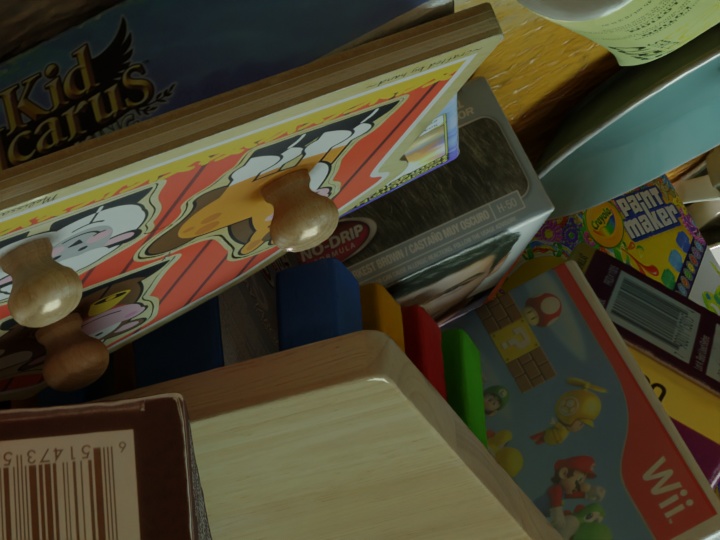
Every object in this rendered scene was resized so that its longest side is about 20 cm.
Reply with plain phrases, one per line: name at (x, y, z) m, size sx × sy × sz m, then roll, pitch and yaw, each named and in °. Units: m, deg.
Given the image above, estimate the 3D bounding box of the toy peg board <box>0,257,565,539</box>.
toy peg board at (-0.051, 0.058, 0.929) m, size 0.199 × 0.098 × 0.199 m, roll -15°, pitch 149°, yaw 17°

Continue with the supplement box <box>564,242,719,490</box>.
supplement box at (0.086, 0.106, 1.158) m, size 0.201 × 0.103 × 0.131 m, roll -62°, pitch 177°, yaw 16°

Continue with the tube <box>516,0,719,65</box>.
tube at (0.088, -0.088, 0.769) m, size 0.058 × 0.052 × 0.200 m, roll 12°, pitch -177°, yaw 18°

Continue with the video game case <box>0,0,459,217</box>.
video game case at (-0.067, -0.028, 0.776) m, size 0.199 × 0.046 × 0.181 m, roll -27°, pitch 168°, yaw -3°

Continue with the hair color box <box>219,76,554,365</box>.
hair color box at (0.000, 0.000, 1.043) m, size 0.099 × 0.061 × 0.200 m, roll -25°, pitch 168°, yaw -16°

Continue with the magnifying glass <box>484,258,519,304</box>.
magnifying glass at (0.032, 0.031, 1.179) m, size 0.079 × 0.023 × 0.200 m, roll -5°, pitch -156°, yaw 26°

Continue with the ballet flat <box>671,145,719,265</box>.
ballet flat at (0.198, -0.044, 1.353) m, size 0.069 × 0.070 × 0.200 m, roll -24°, pitch 170°, yaw -21°

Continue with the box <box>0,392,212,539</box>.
box at (-0.093, 0.106, 0.812) m, size 0.099 × 0.075 × 0.200 m, roll -5°, pitch 156°, yaw -3°

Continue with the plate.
plate at (0.148, -0.080, 1.135) m, size 0.199 × 0.026 × 0.200 m, roll -28°, pitch 170°, yaw -5°

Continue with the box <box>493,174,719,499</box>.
box at (0.103, 0.086, 1.345) m, size 0.200 × 0.193 × 0.122 m, roll -35°, pitch 171°, yaw 31°

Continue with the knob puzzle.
knob puzzle at (-0.065, 0.006, 0.739) m, size 0.219 × 0.031 × 0.220 m, roll -27°, pitch 170°, yaw -5°

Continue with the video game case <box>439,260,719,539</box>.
video game case at (0.026, 0.094, 1.027) m, size 0.199 × 0.143 × 0.017 m, roll -27°, pitch 143°, yaw -2°
